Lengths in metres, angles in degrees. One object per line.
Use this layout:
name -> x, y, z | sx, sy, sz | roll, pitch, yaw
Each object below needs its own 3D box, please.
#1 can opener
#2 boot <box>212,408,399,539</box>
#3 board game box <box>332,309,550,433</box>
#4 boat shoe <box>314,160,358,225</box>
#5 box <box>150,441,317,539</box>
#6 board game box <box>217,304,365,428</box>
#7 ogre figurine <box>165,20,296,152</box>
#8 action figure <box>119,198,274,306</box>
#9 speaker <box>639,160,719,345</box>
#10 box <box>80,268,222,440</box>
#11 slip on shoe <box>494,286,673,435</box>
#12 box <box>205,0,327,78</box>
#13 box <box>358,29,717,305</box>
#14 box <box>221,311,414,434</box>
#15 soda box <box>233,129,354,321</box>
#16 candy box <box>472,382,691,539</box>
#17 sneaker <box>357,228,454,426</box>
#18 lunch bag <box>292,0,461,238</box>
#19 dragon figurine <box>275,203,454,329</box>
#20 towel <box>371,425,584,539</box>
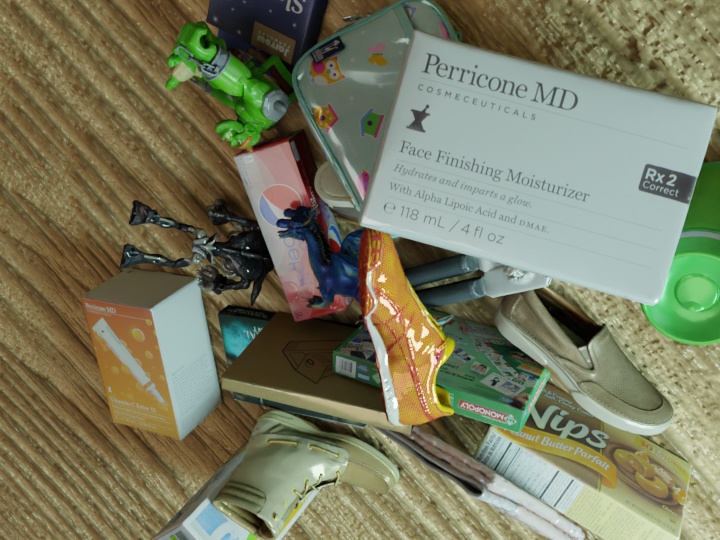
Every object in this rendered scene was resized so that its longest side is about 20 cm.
can opener -> 0.118, 0.005, 0.792 | 0.200, 0.066, 0.053 | -17, 89, 43
boot -> -0.065, 0.271, 0.958 | 0.200, 0.155, 0.073 | 21, 134, 9
board game box -> 0.090, 0.092, 0.802 | 0.200, 0.135, 0.029 | 15, 118, 23
boat shoe -> 0.055, -0.072, 0.786 | 0.200, 0.072, 0.060 | 7, 159, 13
box -> -0.156, 0.316, 1.015 | 0.113, 0.200, 0.101 | 49, 131, -3
board game box -> -0.085, 0.121, 0.984 | 0.200, 0.028, 0.135 | 7, 116, 27
ogre figurine -> -0.128, -0.189, 0.778 | 0.120, 0.098, 0.200 | 36, 160, -11
action figure -> -0.175, -0.028, 0.915 | 0.200, 0.102, 0.119 | 12, 94, -19
speaker -> 0.269, -0.021, 0.601 | 0.088, 0.200, 0.089 | 13, 120, 23
box -> -0.279, 0.111, 1.045 | 0.124, 0.097, 0.200 | 7, 117, 27
slip on shoe -> 0.227, 0.081, 0.761 | 0.200, 0.076, 0.061 | 41, 133, 15
box -> -0.088, -0.291, 0.775 | 0.121, 0.032, 0.200 | 29, 126, 14
box -> 0.115, -0.071, 0.570 | 0.199, 0.200, 0.131 | 15, 95, 4
box -> -0.024, 0.104, 0.828 | 0.200, 0.163, 0.021 | 12, 113, 12
soda box -> -0.068, -0.049, 0.857 | 0.070, 0.063, 0.200 | -14, 107, 17
candy box -> 0.228, 0.196, 0.789 | 0.200, 0.115, 0.055 | 29, 124, 14
sneaker -> 0.041, 0.048, 0.695 | 0.077, 0.073, 0.200 | -14, 117, 3
lunch bag -> 0.039, -0.142, 0.708 | 0.160, 0.077, 0.200 | -27, 93, 6
dragon figurine -> 0.000, 0.000, 0.782 | 0.200, 0.059, 0.099 | 21, 129, 15
towel -> 0.113, 0.215, 0.813 | 0.191, 0.032, 0.200 | 39, 170, -38
